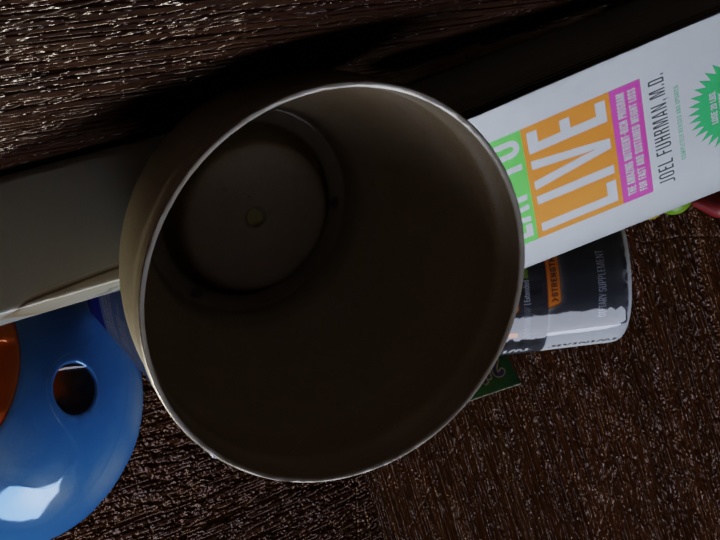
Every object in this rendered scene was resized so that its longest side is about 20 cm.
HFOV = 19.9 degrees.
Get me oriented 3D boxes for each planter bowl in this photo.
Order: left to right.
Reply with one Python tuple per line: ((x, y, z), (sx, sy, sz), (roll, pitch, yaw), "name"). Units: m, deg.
((-0.037, -0.013, 1.026), (0.199, 0.201, 0.135), (-17, -155, -19), "planter bowl")

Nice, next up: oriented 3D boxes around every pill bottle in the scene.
((0.073, 0.007, 1.367), (0.199, 0.107, 0.106), (-7, 177, -7), "pill bottle")

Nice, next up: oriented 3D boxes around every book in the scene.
((0.118, -0.071, 1.147), (0.199, 0.048, 0.134), (-22, 134, -6), "book")

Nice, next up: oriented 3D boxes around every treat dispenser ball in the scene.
((-0.241, 0.082, 1.326), (0.200, 0.202, 0.201), (-17, 178, -1), "treat dispenser ball")

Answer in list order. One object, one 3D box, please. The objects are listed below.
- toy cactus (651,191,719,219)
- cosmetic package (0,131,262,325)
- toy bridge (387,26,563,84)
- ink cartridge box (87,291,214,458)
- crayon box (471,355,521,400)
((0.182, -0.099, 1.266), (0.164, 0.103, 0.200), (7, 152, 1), "toy cactus")
((-0.136, -0.026, 1.122), (0.199, 0.074, 0.103), (-18, 179, -18), "cosmetic package")
((0.063, -0.110, 1.161), (0.199, 0.027, 0.067), (-18, 177, -1), "toy bridge")
((-0.080, 0.010, 1.233), (0.136, 0.077, 0.200), (-21, -141, -24), "ink cartridge box")
((0.031, 0.003, 1.488), (0.125, 0.201, 0.052), (-17, 159, -24), "crayon box")
